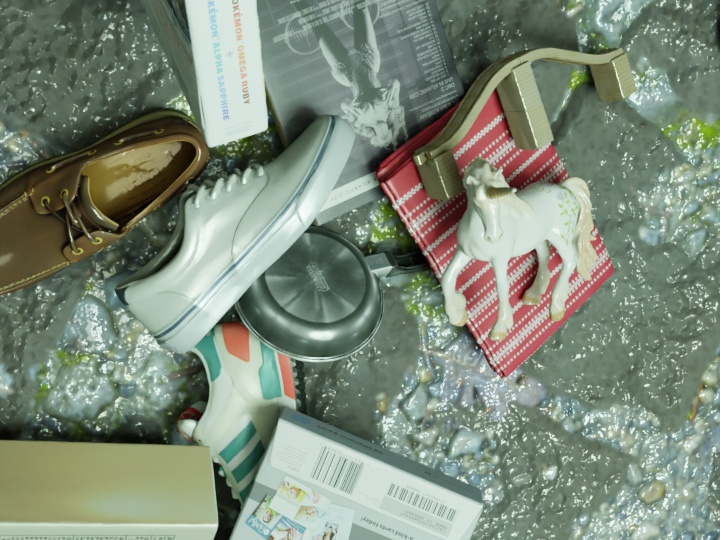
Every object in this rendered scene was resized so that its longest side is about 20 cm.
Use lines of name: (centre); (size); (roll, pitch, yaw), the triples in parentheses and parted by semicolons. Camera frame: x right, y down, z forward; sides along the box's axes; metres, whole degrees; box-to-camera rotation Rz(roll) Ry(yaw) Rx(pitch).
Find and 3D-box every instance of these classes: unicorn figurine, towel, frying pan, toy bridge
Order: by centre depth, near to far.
unicorn figurine: (0.107, -0.022, 0.832); (0.200, 0.074, 0.138); (-30, 129, -55)
toy bridge: (0.117, -0.122, 0.859); (0.200, 0.027, 0.067); (-30, 111, -25)
frying pan: (0.000, 0.015, 0.860); (0.189, 0.031, 0.115); (4, 58, -15)
towel: (0.108, -0.036, 0.902); (0.145, 0.022, 0.200); (-41, 114, -19)

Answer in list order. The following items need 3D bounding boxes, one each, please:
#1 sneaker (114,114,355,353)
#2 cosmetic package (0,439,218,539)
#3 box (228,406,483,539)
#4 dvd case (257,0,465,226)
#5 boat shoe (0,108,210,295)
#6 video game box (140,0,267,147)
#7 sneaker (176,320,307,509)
sneaker: (-0.085, -0.037, 0.798); (0.071, 0.073, 0.200); (41, 86, -21)
cosmetic package: (-0.207, 0.175, 0.819); (0.199, 0.071, 0.105); (5, 135, -19)
box: (-0.022, 0.219, 0.833); (0.155, 0.041, 0.201); (22, 97, 1)
dvd case: (-0.003, -0.153, 0.857); (0.148, 0.016, 0.201); (-26, 106, -19)
boat shoe: (-0.192, -0.046, 0.802); (0.200, 0.068, 0.072); (-33, 108, -8)
video game box: (-0.111, -0.206, 0.691); (0.047, 0.200, 0.183); (-19, 143, -12)
sneaker: (-0.086, 0.131, 0.879); (0.093, 0.070, 0.201); (-3, 104, 2)
